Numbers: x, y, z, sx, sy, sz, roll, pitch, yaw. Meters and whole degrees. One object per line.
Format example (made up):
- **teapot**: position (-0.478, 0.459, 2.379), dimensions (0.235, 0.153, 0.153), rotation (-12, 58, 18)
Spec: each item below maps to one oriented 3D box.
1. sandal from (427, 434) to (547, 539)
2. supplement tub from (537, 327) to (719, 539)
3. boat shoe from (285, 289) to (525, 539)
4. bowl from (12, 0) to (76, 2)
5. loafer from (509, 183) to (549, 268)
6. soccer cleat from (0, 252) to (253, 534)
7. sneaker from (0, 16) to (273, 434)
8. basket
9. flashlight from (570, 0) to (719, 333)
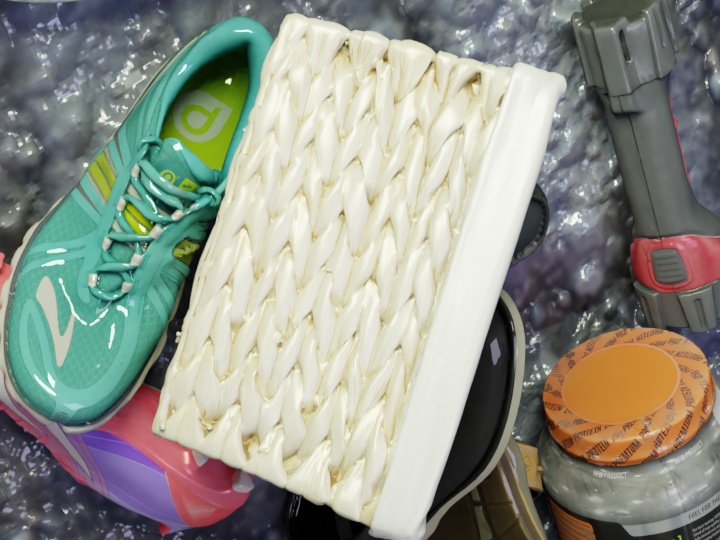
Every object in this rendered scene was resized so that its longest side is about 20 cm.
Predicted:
- **sandal**: position (0.068, 0.107, 0.947), dimensions (0.054, 0.080, 0.202), rotation (-44, 127, -39)
- **supplement tub**: position (0.174, 0.141, 0.992), dimensions (0.122, 0.122, 0.202), rotation (-31, 126, -18)
- **boat shoe**: position (0.022, 0.086, 0.862), dimensions (0.062, 0.074, 0.202), rotation (2, 138, -30)
- **bowl**: position (-0.089, -0.202, 0.656), dimensions (0.198, 0.200, 0.109), rotation (-17, 77, -27)
- **loafer**: position (0.019, 0.004, 0.860), dimensions (0.199, 0.070, 0.069), rotation (-21, 122, -24)
- **soccer cleat**: position (-0.135, 0.065, 0.794), dimensions (0.076, 0.067, 0.199), rotation (-34, 126, 30)
- **sneaker**: position (-0.095, -0.027, 0.733), dimensions (0.077, 0.080, 0.202), rotation (28, 71, -11)
- **basket**: position (0.000, 0.000, 0.734), dimensions (0.122, 0.136, 0.202), rotation (19, 89, 3)
- **flashlight**: position (0.166, -0.063, 0.936), dimensions (0.067, 0.068, 0.202), rotation (-28, 119, -15)
